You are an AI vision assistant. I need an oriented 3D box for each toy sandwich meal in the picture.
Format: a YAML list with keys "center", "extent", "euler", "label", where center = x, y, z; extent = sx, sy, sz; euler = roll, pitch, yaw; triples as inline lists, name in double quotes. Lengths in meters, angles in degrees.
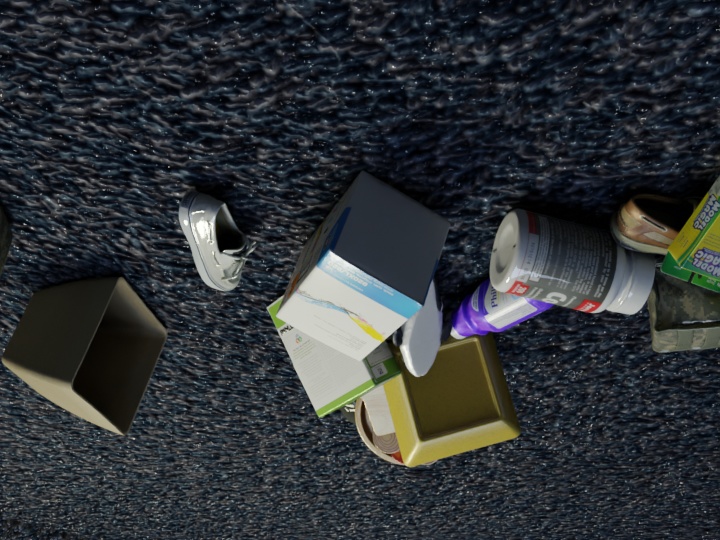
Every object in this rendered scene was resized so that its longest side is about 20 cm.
- center: [0.077, 0.247, 1.470]
  extent: [0.203, 0.070, 0.208]
  euler: [2, 105, 7]
  label: "toy sandwich meal"

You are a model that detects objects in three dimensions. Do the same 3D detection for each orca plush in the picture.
- center: [0.077, 0.061, 1.337]
  extent: [0.104, 0.071, 0.202]
  euler: [-25, 118, -18]
  label: "orca plush"

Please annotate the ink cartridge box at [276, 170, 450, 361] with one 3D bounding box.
- center: [0.000, 0.000, 1.178]
  extent: [0.144, 0.148, 0.200]
  euler: [29, 143, -11]
  label: "ink cartridge box"

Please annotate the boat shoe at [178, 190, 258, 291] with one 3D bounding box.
- center: [-0.187, -0.034, 1.237]
  extent: [0.085, 0.075, 0.203]
  euler: [13, 145, 19]
  label: "boat shoe"

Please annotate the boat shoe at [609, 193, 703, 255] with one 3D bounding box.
- center: [0.428, -0.056, 1.124]
  extent: [0.197, 0.076, 0.074]
  euler: [7, 145, -5]
  label: "boat shoe"

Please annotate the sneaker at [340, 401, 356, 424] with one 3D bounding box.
- center: [-0.030, 0.213, 1.546]
  extent: [0.198, 0.076, 0.091]
  euler: [25, 160, 19]
  label: "sneaker"

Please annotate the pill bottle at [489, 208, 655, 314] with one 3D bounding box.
- center: [0.286, -0.007, 1.175]
  extent: [0.198, 0.115, 0.114]
  euler: [13, 147, -8]
  label: "pill bottle"

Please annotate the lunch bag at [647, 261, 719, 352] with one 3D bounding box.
- center: [0.507, 0.048, 1.212]
  extent: [0.198, 0.119, 0.164]
  euler: [-6, 165, 16]
  label: "lunch bag"

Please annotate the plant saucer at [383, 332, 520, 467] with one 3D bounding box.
- center: [0.140, 0.190, 1.386]
  extent: [0.198, 0.202, 0.048]
  euler: [-15, 167, -3]
  label: "plant saucer"

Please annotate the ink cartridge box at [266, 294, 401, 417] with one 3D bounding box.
- center: [-0.045, 0.112, 1.396]
  extent: [0.147, 0.202, 0.075]
  euler: [-34, 168, 39]
  label: "ink cartridge box"

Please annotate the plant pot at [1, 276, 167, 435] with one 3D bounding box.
- center: [-0.470, 0.134, 1.454]
  extent: [0.175, 0.201, 0.201]
  euler: [6, 150, 19]
  label: "plant pot"

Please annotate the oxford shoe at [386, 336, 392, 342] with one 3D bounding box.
- center: [0.079, 0.137, 1.494]
  extent: [0.075, 0.058, 0.199]
  euler: [-23, 140, 34]
  label: "oxford shoe"

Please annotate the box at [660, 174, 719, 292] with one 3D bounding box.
- center: [0.469, -0.057, 1.065]
  extent: [0.116, 0.049, 0.201]
  euler: [16, 121, -18]
  label: "box"

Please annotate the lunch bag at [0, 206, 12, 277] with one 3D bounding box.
- center: [-0.604, -0.018, 1.205]
  extent: [0.166, 0.202, 0.140]
  euler: [2, 148, 2]
  label: "lunch bag"

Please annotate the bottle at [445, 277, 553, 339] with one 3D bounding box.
- center: [0.210, 0.048, 1.309]
  extent: [0.065, 0.084, 0.199]
  euler: [30, 141, -24]
  label: "bottle"
